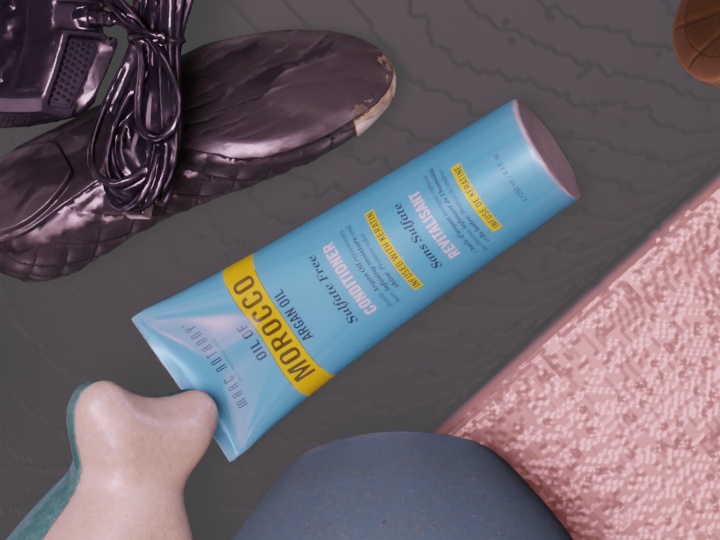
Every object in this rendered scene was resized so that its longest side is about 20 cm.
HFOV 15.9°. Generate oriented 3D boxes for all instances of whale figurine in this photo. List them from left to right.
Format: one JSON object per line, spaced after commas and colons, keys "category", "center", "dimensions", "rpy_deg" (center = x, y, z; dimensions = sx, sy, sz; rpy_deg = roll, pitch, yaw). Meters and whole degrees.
{"category": "whale figurine", "center": [-0.125, 0.141, 1.122], "dimensions": [0.104, 0.159, 0.201], "rpy_deg": [18, 98, 46]}

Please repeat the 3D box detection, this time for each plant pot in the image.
{"category": "plant pot", "center": [0.017, 0.146, 1.079], "dimensions": [0.199, 0.200, 0.135], "rpy_deg": [-5, 65, 8]}

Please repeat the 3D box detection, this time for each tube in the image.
{"category": "tube", "center": [0.000, 0.000, 1.116], "dimensions": [0.200, 0.050, 0.078], "rpy_deg": [-34, 87, 16]}

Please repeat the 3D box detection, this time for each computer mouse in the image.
{"category": "computer mouse", "center": [-0.158, -0.097, 1.099], "dimensions": [0.199, 0.053, 0.139], "rpy_deg": [5, 89, 17]}

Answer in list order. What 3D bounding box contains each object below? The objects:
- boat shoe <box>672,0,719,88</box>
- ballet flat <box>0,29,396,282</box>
{"category": "boat shoe", "center": [0.204, -0.159, 1.055], "dimensions": [0.065, 0.072, 0.200], "rpy_deg": [19, 105, -38]}
{"category": "ballet flat", "center": [-0.078, -0.052, 1.118], "dimensions": [0.199, 0.057, 0.067], "rpy_deg": [-21, 63, 6]}
